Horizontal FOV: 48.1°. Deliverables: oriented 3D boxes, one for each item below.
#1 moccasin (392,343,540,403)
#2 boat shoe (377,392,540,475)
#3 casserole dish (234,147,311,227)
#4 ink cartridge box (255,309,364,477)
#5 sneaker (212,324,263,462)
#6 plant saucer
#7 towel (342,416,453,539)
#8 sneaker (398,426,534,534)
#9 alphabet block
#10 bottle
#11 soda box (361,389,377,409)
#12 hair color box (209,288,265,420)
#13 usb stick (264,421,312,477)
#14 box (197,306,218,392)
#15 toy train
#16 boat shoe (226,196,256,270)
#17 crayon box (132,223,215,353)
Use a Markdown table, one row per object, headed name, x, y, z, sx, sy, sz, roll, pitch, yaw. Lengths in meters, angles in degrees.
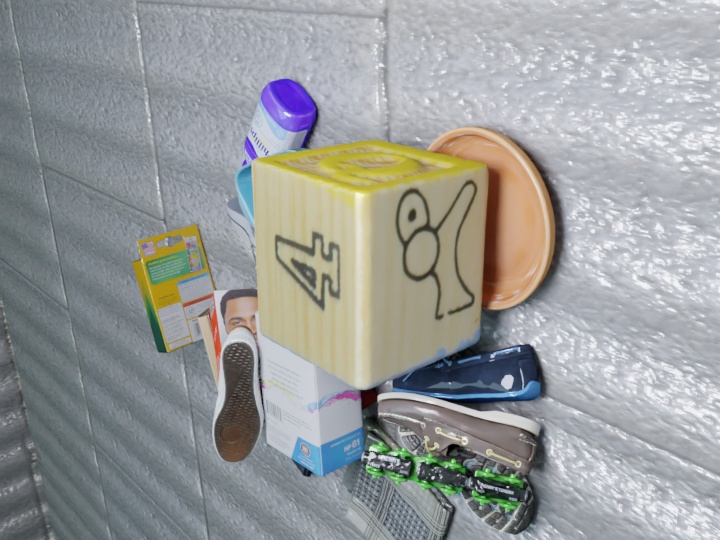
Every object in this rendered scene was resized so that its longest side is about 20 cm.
| name | x | y | z | sx | sy | sz | roll | pitch | yaw |
| --- | --- | --- | --- | --- | --- | --- | --- | --- | --- |
| moccasin | 0.127 | 0.122 | 0.967 | 0.196 | 0.080 | 0.070 | -6 | 74 | 35 |
| boat shoe | 0.109 | 0.189 | 0.948 | 0.195 | 0.072 | 0.061 | 10 | 73 | 16 |
| casserole dish | -0.095 | -0.102 | 1.091 | 0.198 | 0.039 | 0.123 | -10 | 110 | 49 |
| ink cartridge box | -0.070 | 0.155 | 1.113 | 0.143 | 0.083 | 0.205 | 15 | 115 | 50 |
| sneaker | -0.172 | 0.175 | 1.166 | 0.085 | 0.071 | 0.205 | -101 | 18 | -69 |
| plant saucer | 0.138 | -0.059 | 0.893 | 0.198 | 0.037 | 0.205 | 27 | 127 | 43 |
| towel | 0.044 | 0.347 | 1.198 | 0.200 | 0.034 | 0.196 | 42 | 135 | 34 |
| sneaker | 0.137 | 0.245 | 1.016 | 0.199 | 0.079 | 0.090 | 42 | 174 | 17 |
| alphabet block | 0.009 | -0.019 | 0.878 | 0.194 | 0.193 | 0.205 | 20 | 116 | 44 |
| bottle | -0.127 | -0.175 | 1.156 | 0.084 | 0.065 | 0.201 | 52 | 140 | 18 |
| soda box | -0.054 | 0.207 | 1.237 | 0.071 | 0.063 | 0.200 | 62 | 143 | 11 |
| hair color box | -0.176 | 0.132 | 1.273 | 0.062 | 0.099 | 0.204 | 119 | 142 | -56 |
| usb stick | -0.138 | 0.269 | 1.397 | 0.200 | 0.032 | 0.056 | 47 | 145 | 29 |
| box | -0.232 | 0.162 | 1.401 | 0.164 | 0.021 | 0.205 | -91 | -13 | -84 |
| toy train | 0.098 | 0.239 | 0.947 | 0.195 | 0.056 | 0.043 | 11 | 83 | 12 |
| boat shoe | -0.148 | -0.041 | 1.235 | 0.201 | 0.073 | 0.088 | 35 | 139 | 48 |
| crayon box | -0.331 | 0.032 | 1.463 | 0.051 | 0.124 | 0.205 | -5 | 101 | 52 |
